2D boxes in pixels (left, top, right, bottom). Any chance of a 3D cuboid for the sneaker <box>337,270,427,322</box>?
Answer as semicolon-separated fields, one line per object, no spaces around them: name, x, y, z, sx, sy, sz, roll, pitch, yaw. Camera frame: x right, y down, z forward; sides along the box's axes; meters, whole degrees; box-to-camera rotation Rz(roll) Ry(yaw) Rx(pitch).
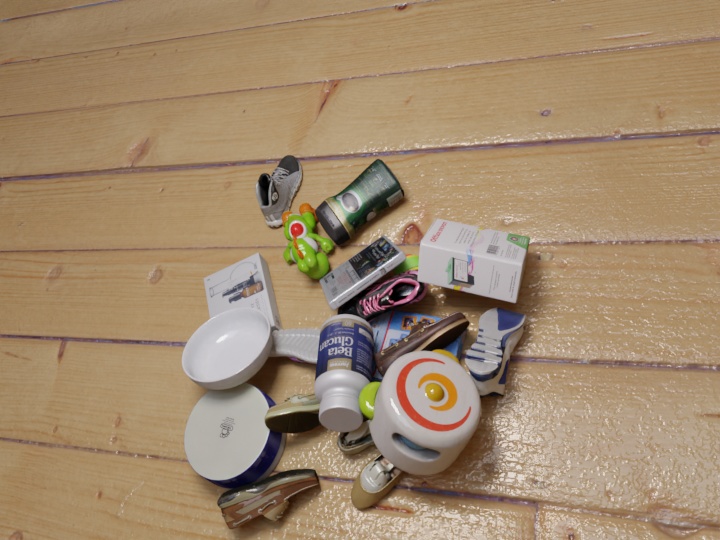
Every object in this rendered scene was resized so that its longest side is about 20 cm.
sneaker;0.040;0.057;1.347;0.196;0.095;0.081;-25;92;7

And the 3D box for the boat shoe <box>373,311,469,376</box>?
boat shoe;0.113;0.134;1.295;0.198;0.071;0.071;-34;59;0

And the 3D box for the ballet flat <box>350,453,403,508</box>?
ballet flat;0.052;0.353;1.244;0.199;0.063;0.069;-42;58;-6

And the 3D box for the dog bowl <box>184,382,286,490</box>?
dog bowl;-0.253;0.331;1.365;0.195;0.079;0.205;-10;59;16

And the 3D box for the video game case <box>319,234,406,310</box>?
video game case;0.000;0.000;1.418;0.180;0.024;0.200;-35;15;0

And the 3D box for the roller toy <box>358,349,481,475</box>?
roller toy;0.114;0.241;1.170;0.196;0.141;0.184;-13;55;-27

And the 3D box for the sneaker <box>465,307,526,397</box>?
sneaker;0.245;0.166;1.269;0.079;0.118;0.200;15;38;24

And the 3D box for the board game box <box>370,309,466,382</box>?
board game box;0.101;0.161;1.351;0.195;0.037;0.154;7;64;26

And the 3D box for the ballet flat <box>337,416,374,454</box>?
ballet flat;0.042;0.290;1.283;0.197;0.070;0.070;-29;55;3

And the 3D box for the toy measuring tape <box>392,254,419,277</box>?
toy measuring tape;0.072;0.019;1.423;0.196;0.074;0.075;-26;56;5

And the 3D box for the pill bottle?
pill bottle;-0.031;0.193;1.275;0.108;0.112;0.203;-11;44;14

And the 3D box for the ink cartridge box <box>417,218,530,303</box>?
ink cartridge box;0.222;-0.023;1.322;0.195;0.086;0.145;12;26;15

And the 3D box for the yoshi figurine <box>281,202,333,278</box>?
yoshi figurine;-0.120;-0.054;1.541;0.109;0.114;0.202;8;39;-20

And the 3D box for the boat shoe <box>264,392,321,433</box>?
boat shoe;-0.093;0.263;1.322;0.195;0.074;0.064;-12;46;-12

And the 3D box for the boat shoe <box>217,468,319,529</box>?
boat shoe;-0.171;0.434;1.286;0.195;0.076;0.076;-18;84;0

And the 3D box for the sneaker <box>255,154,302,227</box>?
sneaker;-0.200;-0.218;1.633;0.073;0.116;0.205;0;62;20

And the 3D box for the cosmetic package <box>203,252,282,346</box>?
cosmetic package;-0.268;0.078;1.532;0.148;0.052;0.203;-25;56;9

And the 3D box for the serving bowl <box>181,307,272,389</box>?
serving bowl;-0.266;0.171;1.397;0.195;0.067;0.202;-14;38;11

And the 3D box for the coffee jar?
coffee jar;-0.004;-0.153;1.535;0.198;0.085;0.105;-37;74;-3

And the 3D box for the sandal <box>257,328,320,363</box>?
sandal;-0.123;0.164;1.430;0.198;0.051;0.083;7;48;23
